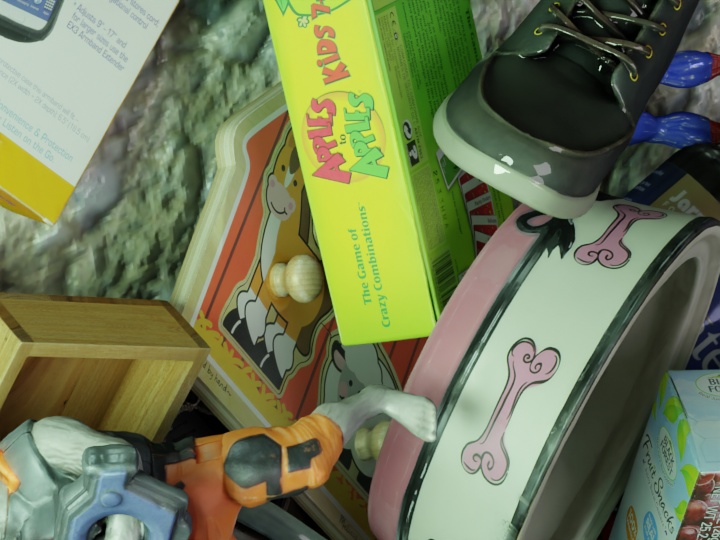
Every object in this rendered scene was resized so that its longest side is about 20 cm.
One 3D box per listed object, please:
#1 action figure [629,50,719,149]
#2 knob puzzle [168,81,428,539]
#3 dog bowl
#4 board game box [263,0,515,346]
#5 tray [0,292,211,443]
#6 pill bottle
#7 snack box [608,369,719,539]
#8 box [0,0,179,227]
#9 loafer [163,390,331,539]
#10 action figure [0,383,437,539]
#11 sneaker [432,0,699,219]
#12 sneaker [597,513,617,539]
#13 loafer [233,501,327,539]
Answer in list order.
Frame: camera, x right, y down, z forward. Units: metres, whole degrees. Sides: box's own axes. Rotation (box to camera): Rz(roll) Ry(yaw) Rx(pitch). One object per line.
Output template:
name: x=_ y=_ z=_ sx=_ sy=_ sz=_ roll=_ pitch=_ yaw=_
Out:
action figure: x=0.111 y=-0.079 z=1.368 sx=0.199 sy=0.052 sz=0.066 roll=-4 pitch=102 yaw=-39
knob puzzle: x=0.000 y=0.000 z=1.249 sx=0.219 sy=0.030 sz=0.222 roll=9 pitch=79 yaw=-55
dog bowl: x=0.074 y=0.054 z=1.208 sx=0.201 sy=0.073 sz=0.201 roll=-54 pitch=162 yaw=-26
board game box: x=0.011 y=-0.081 z=1.195 sx=0.102 sy=0.047 sz=0.201 roll=-34 pitch=114 yaw=-61
tray: x=-0.145 y=0.100 z=1.136 sx=0.098 sy=0.037 sz=0.201 roll=3 pitch=124 yaw=-48
pill bottle: x=0.153 y=0.013 z=1.359 sx=0.200 sy=0.112 sz=0.112 roll=-40 pitch=132 yaw=-3
snack box: x=0.197 y=0.133 z=1.292 sx=0.167 sy=0.068 sz=0.201 roll=0 pitch=135 yaw=-15
box: x=-0.118 y=-0.133 z=1.126 sx=0.119 sy=0.041 sz=0.201 roll=39 pitch=74 yaw=-45
loafer: x=-0.057 y=0.105 z=1.248 sx=0.200 sy=0.071 sz=0.073 roll=41 pitch=75 yaw=-45
action figure: x=-0.086 y=0.110 z=1.098 sx=0.192 sy=0.105 sz=0.201 roll=3 pitch=134 yaw=-27
sneaker: x=0.092 y=-0.098 z=1.177 sx=0.107 sy=0.074 sz=0.200 roll=-62 pitch=176 yaw=25
sneaker: x=0.117 y=0.149 z=1.428 sx=0.077 sy=0.085 sz=0.201 roll=40 pitch=75 yaw=-44
loafer: x=0.004 y=0.167 z=1.185 sx=0.199 sy=0.072 sz=0.063 roll=35 pitch=66 yaw=-4
